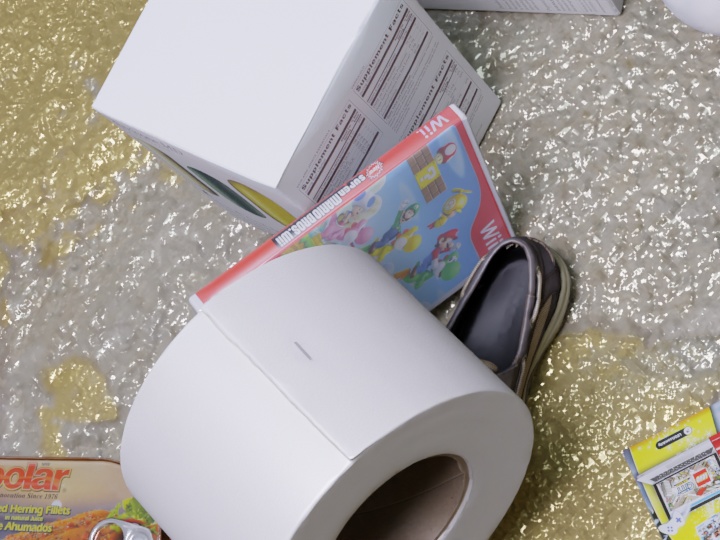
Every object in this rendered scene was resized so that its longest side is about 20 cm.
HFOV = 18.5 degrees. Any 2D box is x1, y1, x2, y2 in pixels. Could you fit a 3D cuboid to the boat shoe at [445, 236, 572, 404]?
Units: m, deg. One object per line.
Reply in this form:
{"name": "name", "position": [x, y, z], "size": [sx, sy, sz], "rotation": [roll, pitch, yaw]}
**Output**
{"name": "boat shoe", "position": [0.068, 0.068, 1.376], "size": [0.074, 0.073, 0.201], "rotation": [13, 77, 27]}

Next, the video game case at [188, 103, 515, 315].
{"name": "video game case", "position": [0.000, 0.000, 1.368], "size": [0.200, 0.143, 0.017], "rotation": [-37, 53, -7]}

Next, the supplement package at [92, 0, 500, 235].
{"name": "supplement package", "position": [-0.036, -0.107, 1.410], "size": [0.151, 0.200, 0.151], "rotation": [24, 82, 29]}

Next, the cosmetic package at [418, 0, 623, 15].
{"name": "cosmetic package", "position": [0.077, -0.236, 1.473], "size": [0.199, 0.085, 0.108], "rotation": [6, 74, 26]}

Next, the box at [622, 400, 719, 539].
{"name": "box", "position": [0.270, 0.124, 1.289], "size": [0.199, 0.038, 0.137], "rotation": [-28, 63, 12]}

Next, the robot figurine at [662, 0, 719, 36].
{"name": "robot figurine", "position": [0.227, -0.228, 1.367], "size": [0.112, 0.170, 0.201], "rotation": [-8, 61, -4]}

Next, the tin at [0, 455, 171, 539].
{"name": "tin", "position": [-0.214, 0.181, 1.480], "size": [0.199, 0.042, 0.113], "rotation": [0, 76, 24]}

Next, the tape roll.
{"name": "tape roll", "position": [-0.019, 0.105, 1.274], "size": [0.203, 0.203, 0.139], "rotation": [-48, 58, 2]}
